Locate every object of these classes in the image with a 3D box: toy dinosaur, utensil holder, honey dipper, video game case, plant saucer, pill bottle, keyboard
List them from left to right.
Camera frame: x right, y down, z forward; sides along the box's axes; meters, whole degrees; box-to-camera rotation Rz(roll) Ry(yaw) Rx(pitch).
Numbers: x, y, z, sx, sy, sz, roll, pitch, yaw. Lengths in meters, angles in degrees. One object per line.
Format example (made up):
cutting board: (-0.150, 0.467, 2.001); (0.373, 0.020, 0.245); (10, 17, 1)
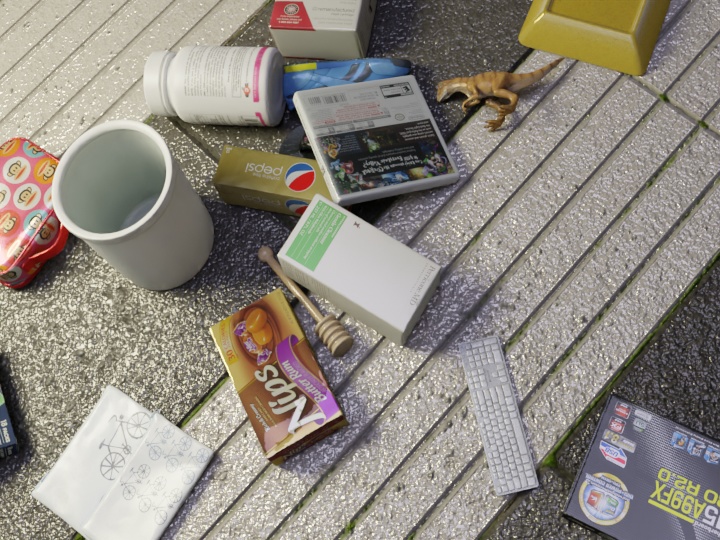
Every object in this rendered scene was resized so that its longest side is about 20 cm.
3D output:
utensil holder: (-0.306, -0.082, 1.260); (0.166, 0.201, 0.174); (-3, 68, 8)
pill bottle: (-0.217, -0.278, 1.368); (0.195, 0.114, 0.116); (4, 69, 11)
honey dipper: (-0.082, 0.035, 1.263); (0.038, 0.038, 0.201); (-38, 66, -6)
video game case: (0.023, -0.188, 1.293); (0.196, 0.023, 0.185); (-13, 67, -25)
keyboard: (0.176, 0.184, 1.173); (0.055, 0.011, 0.204); (-14, 67, 4)
toy dinosaur: (0.207, -0.266, 1.318); (0.195, 0.061, 0.109); (-7, 66, 7)
plant saucer: (0.357, -0.408, 1.354); (0.196, 0.049, 0.203); (19, 74, 16)

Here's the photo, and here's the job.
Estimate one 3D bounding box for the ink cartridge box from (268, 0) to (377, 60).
ink cartridge box: (-0.049, -0.438, 1.418); (0.143, 0.083, 0.204); (5, 70, 13)

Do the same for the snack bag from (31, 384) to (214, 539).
snack bag: (-0.320, 0.272, 1.220); (0.198, 0.021, 0.190); (30, 77, 19)

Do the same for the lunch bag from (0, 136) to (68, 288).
lunch bag: (-0.504, -0.082, 1.359); (0.174, 0.082, 0.202); (30, 76, 19)

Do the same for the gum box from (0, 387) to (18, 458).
gum box: (-0.588, 0.197, 1.237); (0.197, 0.045, 0.172); (-17, 67, -25)

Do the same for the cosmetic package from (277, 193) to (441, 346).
cosmetic package: (0.000, 0.000, 1.222); (0.197, 0.085, 0.109); (29, 76, 11)

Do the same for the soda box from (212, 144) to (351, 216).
soda box: (-0.109, -0.124, 1.312); (0.195, 0.068, 0.065); (10, 70, 13)

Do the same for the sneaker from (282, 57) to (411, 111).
sneaker: (-0.019, -0.279, 1.371); (0.195, 0.066, 0.080); (-6, 99, -1)

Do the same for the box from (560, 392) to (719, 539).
box: (0.361, 0.263, 1.091); (0.197, 0.044, 0.162); (24, 74, 18)

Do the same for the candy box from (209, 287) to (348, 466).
candy box: (-0.110, 0.141, 1.216); (0.115, 0.057, 0.202); (-28, 65, -2)

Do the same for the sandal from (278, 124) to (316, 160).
sandal: (-0.031, -0.206, 1.342); (0.196, 0.048, 0.077); (-18, 67, 1)
